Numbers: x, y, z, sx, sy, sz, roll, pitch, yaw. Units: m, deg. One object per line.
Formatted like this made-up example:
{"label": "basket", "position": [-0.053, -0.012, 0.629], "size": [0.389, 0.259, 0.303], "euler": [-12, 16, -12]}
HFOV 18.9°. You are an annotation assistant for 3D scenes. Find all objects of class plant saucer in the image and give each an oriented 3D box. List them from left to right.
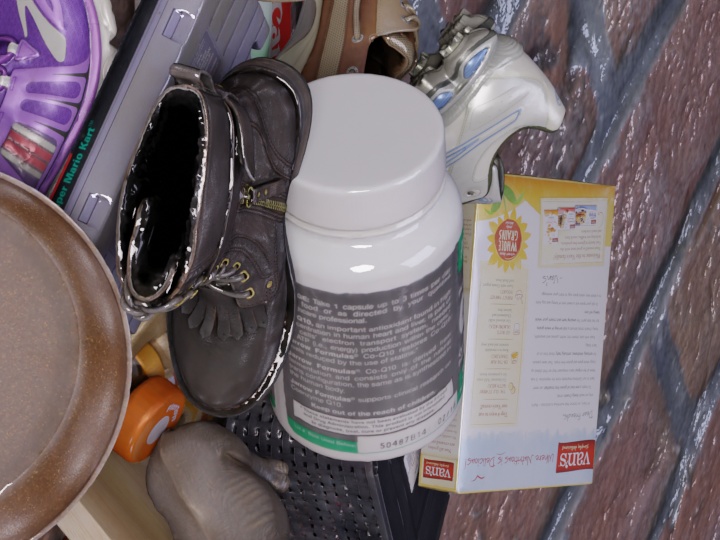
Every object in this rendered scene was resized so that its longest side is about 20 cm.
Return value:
{"label": "plant saucer", "position": [-0.201, 0.042, 0.947], "size": [0.200, 0.032, 0.201], "euler": [-6, 110, -17]}

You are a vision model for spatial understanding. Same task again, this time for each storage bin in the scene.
{"label": "storage bin", "position": [-0.008, 0.115, 1.353], "size": [0.200, 0.094, 0.135], "euler": [79, 22, -47]}

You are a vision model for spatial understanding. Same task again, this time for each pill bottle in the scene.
{"label": "pill bottle", "position": [0.000, 0.000, 1.175], "size": [0.113, 0.113, 0.200], "euler": [-55, 154, -39]}

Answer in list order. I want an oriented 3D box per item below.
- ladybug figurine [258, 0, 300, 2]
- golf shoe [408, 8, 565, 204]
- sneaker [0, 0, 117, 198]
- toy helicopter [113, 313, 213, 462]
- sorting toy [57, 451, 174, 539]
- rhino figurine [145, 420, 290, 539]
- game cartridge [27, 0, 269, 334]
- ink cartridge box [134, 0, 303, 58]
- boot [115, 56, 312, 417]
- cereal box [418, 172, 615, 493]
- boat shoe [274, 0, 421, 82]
{"label": "ladybug figurine", "position": [-0.070, -0.225, 1.113], "size": [0.200, 0.136, 0.072], "euler": [45, 16, -33]}
{"label": "golf shoe", "position": [0.036, -0.056, 1.291], "size": [0.097, 0.200, 0.078], "euler": [39, 28, -15]}
{"label": "sneaker", "position": [-0.174, -0.063, 1.023], "size": [0.083, 0.081, 0.200], "euler": [14, 88, -58]}
{"label": "toy helicopter", "position": [-0.101, 0.045, 1.200], "size": [0.132, 0.079, 0.200], "euler": [-53, 165, -9]}
{"label": "sorting toy", "position": [-0.089, 0.191, 1.173], "size": [0.070, 0.200, 0.199], "euler": [-47, 158, 12]}
{"label": "rhino figurine", "position": [-0.049, 0.158, 1.102], "size": [0.060, 0.200, 0.087], "euler": [-38, 150, 11]}
{"label": "game cartridge", "position": [-0.104, -0.058, 1.055], "size": [0.130, 0.038, 0.200], "euler": [59, 52, -71]}
{"label": "ink cartridge box", "position": [-0.059, -0.113, 1.261], "size": [0.200, 0.050, 0.161], "euler": [-28, 125, -54]}
{"label": "boot", "position": [-0.078, -0.008, 1.008], "size": [0.174, 0.069, 0.200], "euler": [-47, 145, -72]}
{"label": "cereal box", "position": [0.101, 0.040, 1.381], "size": [0.144, 0.039, 0.200], "euler": [4, 92, -48]}
{"label": "boat shoe", "position": [0.001, -0.133, 1.254], "size": [0.076, 0.072, 0.200], "euler": [70, 36, -60]}
